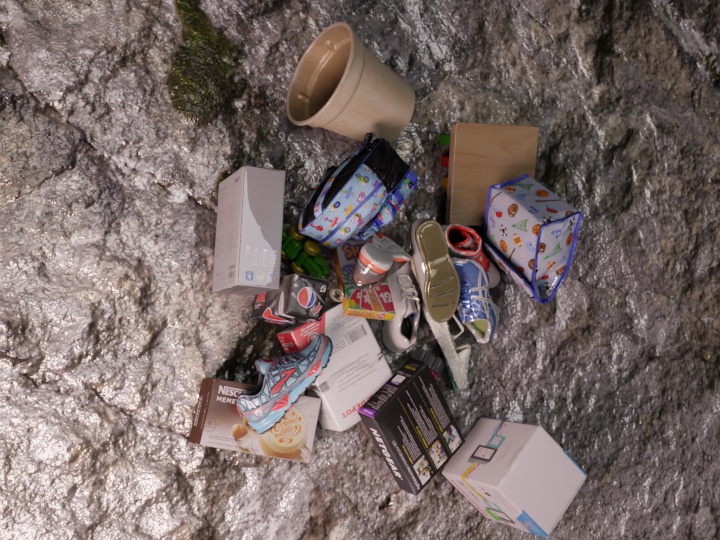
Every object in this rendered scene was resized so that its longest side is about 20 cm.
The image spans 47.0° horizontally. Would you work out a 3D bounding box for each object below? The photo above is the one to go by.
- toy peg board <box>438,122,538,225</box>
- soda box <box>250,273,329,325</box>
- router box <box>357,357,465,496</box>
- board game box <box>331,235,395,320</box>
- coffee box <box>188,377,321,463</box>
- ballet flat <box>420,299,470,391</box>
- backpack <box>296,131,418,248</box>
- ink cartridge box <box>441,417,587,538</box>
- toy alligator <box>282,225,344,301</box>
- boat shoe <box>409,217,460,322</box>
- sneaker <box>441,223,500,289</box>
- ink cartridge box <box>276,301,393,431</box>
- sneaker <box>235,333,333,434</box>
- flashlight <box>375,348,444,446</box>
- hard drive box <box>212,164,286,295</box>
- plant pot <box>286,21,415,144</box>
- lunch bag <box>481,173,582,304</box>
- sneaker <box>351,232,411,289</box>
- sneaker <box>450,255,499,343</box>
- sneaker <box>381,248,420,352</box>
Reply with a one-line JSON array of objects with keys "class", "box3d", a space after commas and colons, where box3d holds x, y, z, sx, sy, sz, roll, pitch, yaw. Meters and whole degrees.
[{"class": "toy peg board", "box3d": [0.248, -0.197, 1.692, 0.199, 0.098, 0.200, -2, 100, -26]}, {"class": "soda box", "box3d": [-0.124, 0.053, 1.413, 0.063, 0.200, 0.071, 16, 78, -22]}, {"class": "router box", "box3d": [0.096, 0.283, 1.501, 0.149, 0.051, 0.201, -41, 119, -27]}, {"class": "board game box", "box3d": [0.000, 0.000, 1.522, 0.095, 0.030, 0.201, 8, 47, -26]}, {"class": "coffee box", "box3d": [-0.181, 0.258, 1.430, 0.199, 0.080, 0.115, 16, 77, -23]}, {"class": "ballet flat", "box3d": [0.177, 0.139, 1.612, 0.072, 0.072, 0.201, -26, 96, -25]}, {"class": "backpack", "box3d": [-0.014, -0.120, 1.477, 0.134, 0.182, 0.200, 43, 52, -11]}, {"class": "ink cartridge box", "box3d": [0.287, 0.386, 1.572, 0.147, 0.200, 0.146, 46, 69, -14]}, {"class": "toy alligator", "box3d": [-0.089, -0.020, 1.498, 0.200, 0.059, 0.054, 45, 28, 14]}, {"class": "boat shoe", "box3d": [0.136, -0.003, 1.557, 0.074, 0.068, 0.201, -14, 107, -15]}, {"class": "sneaker", "box3d": [0.219, -0.024, 1.636, 0.201, 0.108, 0.067, 33, 71, -19]}, {"class": "ink cartridge box", "box3d": [-0.039, 0.170, 1.505, 0.144, 0.084, 0.201, -28, 95, -26]}, {"class": "sneaker", "box3d": [-0.127, 0.171, 1.378, 0.096, 0.079, 0.200, 44, 68, -8]}, {"class": "flashlight", "box3d": [0.092, 0.250, 1.565, 0.068, 0.068, 0.201, 42, 64, -35]}, {"class": "hard drive box", "box3d": [-0.193, -0.063, 1.419, 0.076, 0.156, 0.201, 5, 83, -25]}, {"class": "plant pot", "box3d": [-0.007, -0.323, 1.532, 0.183, 0.200, 0.202, 24, 74, -33]}, {"class": "lunch bag", "box3d": [0.321, -0.054, 1.607, 0.123, 0.170, 0.201, -18, 132, -22]}, {"class": "sneaker", "box3d": [0.027, -0.011, 1.482, 0.077, 0.200, 0.082, 39, 108, 12]}, {"class": "sneaker", "box3d": [0.219, 0.056, 1.609, 0.200, 0.075, 0.077, 57, 30, -28]}, {"class": "sneaker", "box3d": [0.086, 0.054, 1.576, 0.074, 0.087, 0.201, -1, 83, -22]}]
